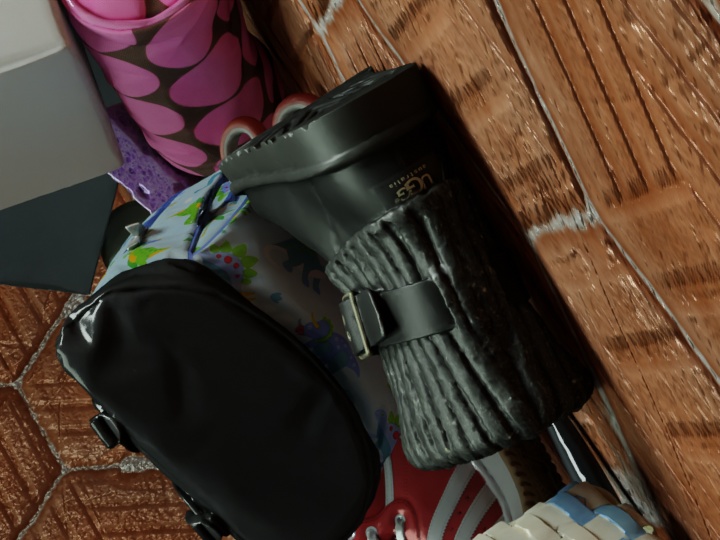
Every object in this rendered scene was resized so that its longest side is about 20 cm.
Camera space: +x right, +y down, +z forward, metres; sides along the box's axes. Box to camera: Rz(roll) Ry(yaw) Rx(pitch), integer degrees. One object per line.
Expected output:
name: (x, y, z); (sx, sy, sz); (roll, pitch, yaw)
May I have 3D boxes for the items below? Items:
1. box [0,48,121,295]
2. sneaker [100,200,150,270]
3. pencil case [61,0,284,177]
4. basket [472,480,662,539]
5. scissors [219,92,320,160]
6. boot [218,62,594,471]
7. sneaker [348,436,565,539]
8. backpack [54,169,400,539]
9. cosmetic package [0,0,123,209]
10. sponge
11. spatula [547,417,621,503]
box: (-0.185, -0.108, 1.738); (0.141, 0.079, 0.201); (-102, 25, -54)
sneaker: (-0.107, -0.009, 1.681); (0.200, 0.074, 0.118); (40, 170, 41)
pencil case: (-0.091, -0.124, 1.444); (0.200, 0.090, 0.094); (70, -173, -67)
basket: (0.061, 0.201, 1.151); (0.139, 0.200, 0.177); (30, 153, 40)
scissors: (0.000, 0.000, 1.434); (0.200, 0.073, 0.014); (57, -148, 3)
boot: (0.015, 0.001, 1.193); (0.158, 0.079, 0.211); (60, 174, -7)
sneaker: (0.046, 0.138, 1.322); (0.071, 0.112, 0.200); (29, -152, -47)
backpack: (-0.043, 0.024, 1.326); (0.163, 0.154, 0.200); (44, -172, -9)
cosmetic package: (-0.236, -0.140, 1.444); (0.167, 0.166, 0.201); (76, 175, -71)
sponge: (-0.059, -0.017, 1.566); (0.200, 0.030, 0.112); (45, -163, 7)
spatula: (0.068, 0.050, 1.261); (0.200, 0.021, 0.057); (53, -176, 32)
